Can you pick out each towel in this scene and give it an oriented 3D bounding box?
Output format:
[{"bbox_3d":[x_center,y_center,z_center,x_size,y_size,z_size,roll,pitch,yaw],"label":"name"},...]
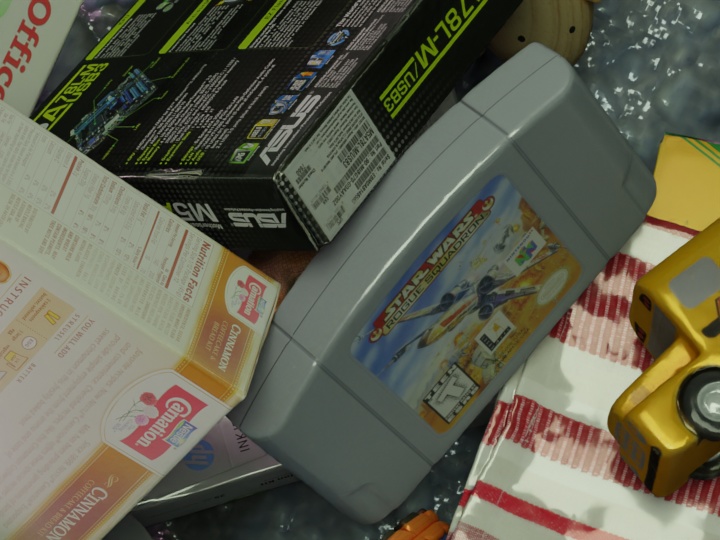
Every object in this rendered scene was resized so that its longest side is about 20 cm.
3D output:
[{"bbox_3d":[0.126,0.075,1.205,0.144,0.023,0.201,17,74,9],"label":"towel"}]

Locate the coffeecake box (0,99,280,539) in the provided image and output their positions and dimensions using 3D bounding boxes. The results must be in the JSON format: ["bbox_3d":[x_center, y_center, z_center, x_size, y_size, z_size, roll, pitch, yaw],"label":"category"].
[{"bbox_3d":[-0.158,0.016,1.123,0.200,0.154,0.073,34,39,-14],"label":"coffeecake box"}]

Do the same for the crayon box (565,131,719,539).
[{"bbox_3d":[0.170,0.049,1.252,0.118,0.058,0.201,12,73,8],"label":"crayon box"}]

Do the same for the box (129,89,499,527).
[{"bbox_3d":[-0.030,0.015,1.285,0.199,0.041,0.156,-17,71,-3],"label":"box"}]

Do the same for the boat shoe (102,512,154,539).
[{"bbox_3d":[-0.138,0.134,1.238,0.071,0.070,0.200,-39,96,-42],"label":"boat shoe"}]

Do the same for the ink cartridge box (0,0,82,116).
[{"bbox_3d":[-0.258,-0.109,1.227,0.146,0.200,0.147,3,65,49],"label":"ink cartridge box"}]

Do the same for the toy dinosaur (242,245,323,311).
[{"bbox_3d":[0.000,0.000,1.237,0.199,0.058,0.101,-17,71,-2],"label":"toy dinosaur"}]

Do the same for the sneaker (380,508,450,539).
[{"bbox_3d":[0.000,0.200,1.206,0.078,0.075,0.200,32,78,10],"label":"sneaker"}]

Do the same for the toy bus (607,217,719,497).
[{"bbox_3d":[0.183,0.007,1.182,0.200,0.065,0.078,-36,73,-12],"label":"toy bus"}]

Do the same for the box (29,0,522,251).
[{"bbox_3d":[-0.038,-0.090,1.193,0.193,0.048,0.200,-1,42,46],"label":"box"}]

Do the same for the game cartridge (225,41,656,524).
[{"bbox_3d":[0.034,0.007,1.161,0.042,0.133,0.200,39,88,30],"label":"game cartridge"}]

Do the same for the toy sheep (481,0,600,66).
[{"bbox_3d":[0.062,-0.181,1.297,0.137,0.138,0.201,-18,71,-3],"label":"toy sheep"}]
